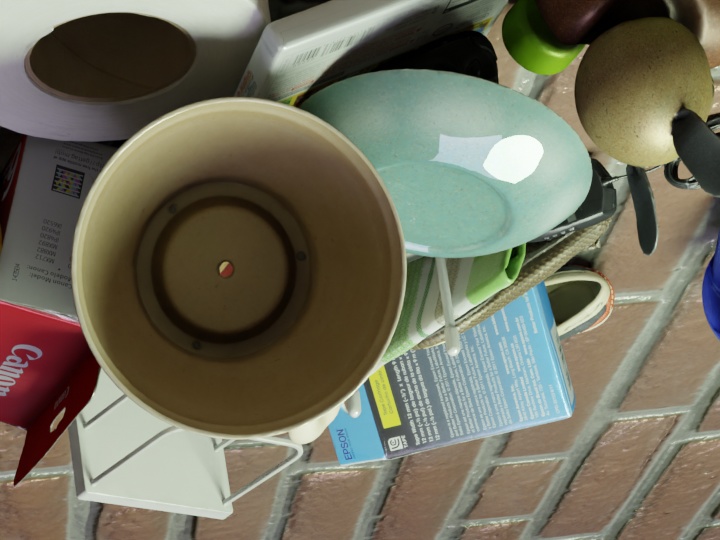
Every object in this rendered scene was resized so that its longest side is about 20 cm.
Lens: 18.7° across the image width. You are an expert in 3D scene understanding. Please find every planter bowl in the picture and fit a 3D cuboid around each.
[{"bbox_3d":[-0.079,0.000,1.348,0.199,0.202,0.135,-5,179,-8],"label":"planter bowl"}]

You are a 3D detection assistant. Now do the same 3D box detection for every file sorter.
[{"bbox_3d":[-0.137,0.066,1.663,0.138,0.201,0.124,14,143,-39],"label":"file sorter"}]

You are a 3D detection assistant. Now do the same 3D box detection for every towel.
[{"bbox_3d":[0.062,-0.001,1.648,0.031,0.150,0.200,34,137,-22],"label":"towel"}]

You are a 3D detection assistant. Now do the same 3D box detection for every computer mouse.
[{"bbox_3d":[0.199,-0.069,1.657,0.199,0.059,0.034,-18,164,9],"label":"computer mouse"}]

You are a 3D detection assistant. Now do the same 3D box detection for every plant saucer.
[{"bbox_3d":[0.047,-0.054,1.392,0.200,0.039,0.201,7,150,4],"label":"plant saucer"}]

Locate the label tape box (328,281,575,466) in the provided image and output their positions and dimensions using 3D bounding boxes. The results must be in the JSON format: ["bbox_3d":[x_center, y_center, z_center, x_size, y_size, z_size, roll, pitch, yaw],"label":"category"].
[{"bbox_3d":[0.062,0.067,1.788,0.199,0.144,0.066,-14,-167,14],"label":"label tape box"}]

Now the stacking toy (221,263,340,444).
[{"bbox_3d":[-0.103,0.029,1.525,0.199,0.147,0.146,14,156,8],"label":"stacking toy"}]

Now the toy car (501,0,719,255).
[{"bbox_3d":[0.193,-0.119,1.371,0.157,0.201,0.164,3,153,-25],"label":"toy car"}]

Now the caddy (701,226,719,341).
[{"bbox_3d":[0.376,0.005,1.763,0.199,0.142,0.105,-10,152,4],"label":"caddy"}]

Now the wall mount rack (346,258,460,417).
[{"bbox_3d":[0.000,0.000,1.607,0.200,0.174,0.074,-34,-178,43],"label":"wall mount rack"}]

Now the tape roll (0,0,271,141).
[{"bbox_3d":[-0.155,-0.158,1.332,0.201,0.071,0.203,-7,155,-3],"label":"tape roll"}]

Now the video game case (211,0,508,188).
[{"bbox_3d":[0.003,-0.133,1.403,0.199,0.023,0.182,-24,163,-28],"label":"video game case"}]

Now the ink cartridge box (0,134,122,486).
[{"bbox_3d":[-0.224,0.028,1.458,0.083,0.177,0.200,17,151,-17],"label":"ink cartridge box"}]

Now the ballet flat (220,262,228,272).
[{"bbox_3d":[-0.083,-0.052,1.494,0.072,0.068,0.200,-33,-175,26],"label":"ballet flat"}]

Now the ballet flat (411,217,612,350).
[{"bbox_3d":[0.115,0.005,1.700,0.200,0.067,0.046,-36,130,-5],"label":"ballet flat"}]

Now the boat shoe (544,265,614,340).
[{"bbox_3d":[0.118,0.047,1.841,0.199,0.072,0.063,-19,171,7],"label":"boat shoe"}]

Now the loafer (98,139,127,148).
[{"bbox_3d":[-0.157,-0.067,1.543,0.070,0.068,0.201,-34,168,-41],"label":"loafer"}]

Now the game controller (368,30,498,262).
[{"bbox_3d":[0.045,-0.078,1.466,0.104,0.042,0.201,-16,144,-8],"label":"game controller"}]
